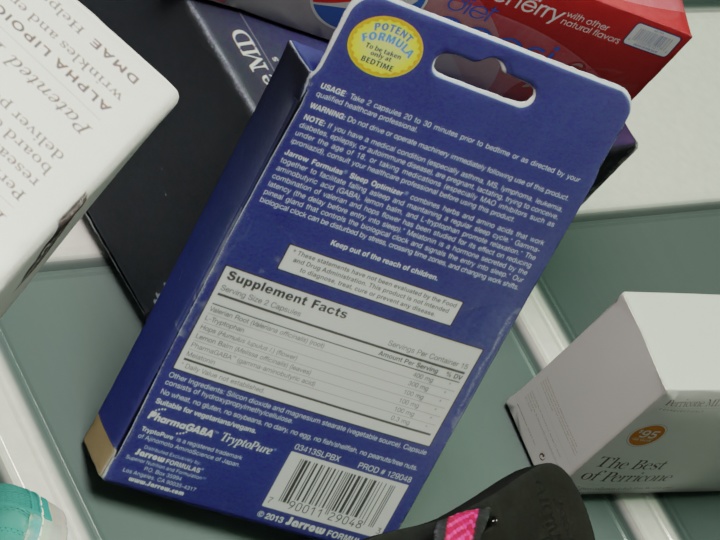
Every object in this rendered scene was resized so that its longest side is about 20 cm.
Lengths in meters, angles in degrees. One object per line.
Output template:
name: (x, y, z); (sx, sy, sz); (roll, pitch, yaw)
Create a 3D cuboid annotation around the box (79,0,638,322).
box: (-0.016, -0.066, 1.169); (0.199, 0.104, 0.148); (-12, 64, -47)

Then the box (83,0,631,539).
box: (0.000, 0.000, 1.050); (0.121, 0.201, 0.032); (19, 22, -28)

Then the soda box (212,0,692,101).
soda box: (0.024, -0.121, 1.120); (0.199, 0.063, 0.070); (17, 46, -31)

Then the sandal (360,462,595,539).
sandal: (0.041, 0.118, 1.080); (0.200, 0.045, 0.075); (-30, 103, -52)

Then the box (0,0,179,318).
box: (-0.199, -0.030, 0.898); (0.200, 0.199, 0.131); (41, 39, -3)

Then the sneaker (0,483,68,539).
sneaker: (-0.152, 0.119, 0.905); (0.080, 0.071, 0.200); (34, 35, -5)

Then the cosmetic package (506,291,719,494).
cosmetic package: (0.163, 0.052, 1.234); (0.199, 0.083, 0.051); (2, 53, -39)
